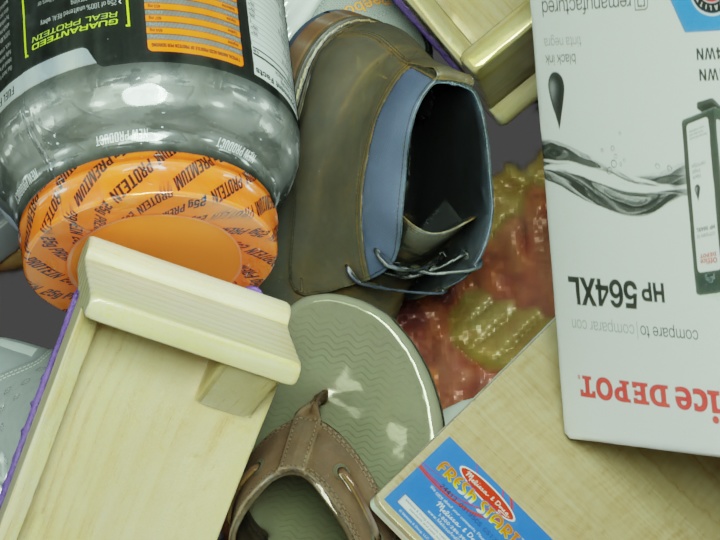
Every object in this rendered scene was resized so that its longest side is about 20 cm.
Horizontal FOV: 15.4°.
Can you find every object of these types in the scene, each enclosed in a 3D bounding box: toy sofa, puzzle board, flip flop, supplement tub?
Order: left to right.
[{"bbox_3d":[-0.096,0.093,0.987,0.083,0.098,0.200,19,104,-13],"label":"toy sofa"},{"bbox_3d":[-0.089,-0.088,1.042,0.122,0.123,0.200,-12,59,10],"label":"supplement tub"},{"bbox_3d":[-0.021,0.101,0.989,0.081,0.058,0.200,10,70,14],"label":"flip flop"},{"bbox_3d":[0.027,-0.160,1.113,0.083,0.098,0.200,-39,73,-1],"label":"toy sofa"},{"bbox_3d":[0.113,0.120,1.014,0.200,0.017,0.151,44,47,5],"label":"puzzle board"}]

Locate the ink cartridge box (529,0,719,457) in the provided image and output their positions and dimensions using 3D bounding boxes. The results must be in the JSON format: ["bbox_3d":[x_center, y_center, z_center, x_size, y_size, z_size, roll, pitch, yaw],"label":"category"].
[{"bbox_3d":[0.140,-0.034,0.974,0.084,0.146,0.200,-8,96,-32],"label":"ink cartridge box"}]

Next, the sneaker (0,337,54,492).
[{"bbox_3d":[-0.148,0.124,1.110,0.115,0.075,0.200,10,80,10],"label":"sneaker"}]

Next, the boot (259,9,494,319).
[{"bbox_3d":[0.000,0.000,1.067,0.075,0.097,0.200,-1,101,-29],"label":"boot"}]

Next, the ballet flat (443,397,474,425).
[{"bbox_3d":[-0.006,0.120,1.046,0.200,0.069,0.069,-43,72,-3],"label":"ballet flat"}]

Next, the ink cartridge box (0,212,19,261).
[{"bbox_3d":[-0.196,-0.106,1.174,0.136,0.076,0.200,-38,71,2],"label":"ink cartridge box"}]

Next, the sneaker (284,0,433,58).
[{"bbox_3d":[-0.047,-0.044,1.127,0.079,0.074,0.200,37,87,13],"label":"sneaker"}]
